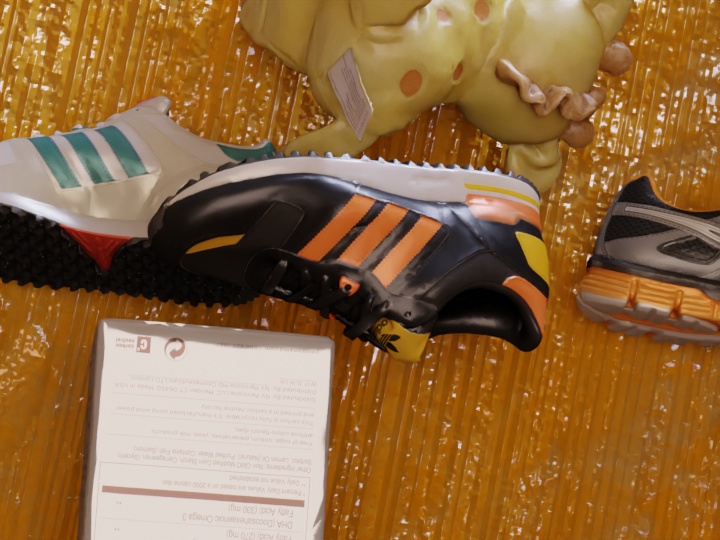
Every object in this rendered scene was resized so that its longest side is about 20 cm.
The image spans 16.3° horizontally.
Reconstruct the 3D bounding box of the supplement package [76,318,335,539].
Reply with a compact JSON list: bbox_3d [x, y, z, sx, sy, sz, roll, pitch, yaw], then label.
[{"bbox_3d":[-0.080,0.132,1.219,0.116,0.117,0.202,5,84,-7],"label":"supplement package"}]

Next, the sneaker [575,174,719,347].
[{"bbox_3d":[0.213,0.004,1.286,0.198,0.078,0.078,13,73,-5],"label":"sneaker"}]

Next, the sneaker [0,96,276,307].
[{"bbox_3d":[-0.134,-0.044,1.268,0.198,0.071,0.094,9,56,4],"label":"sneaker"}]

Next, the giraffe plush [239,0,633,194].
[{"bbox_3d":[0.051,-0.126,1.251,0.161,0.173,0.201,11,52,-28],"label":"giraffe plush"}]

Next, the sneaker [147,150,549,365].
[{"bbox_3d":[0.000,0.000,1.184,0.198,0.070,0.091,0,63,-21],"label":"sneaker"}]
